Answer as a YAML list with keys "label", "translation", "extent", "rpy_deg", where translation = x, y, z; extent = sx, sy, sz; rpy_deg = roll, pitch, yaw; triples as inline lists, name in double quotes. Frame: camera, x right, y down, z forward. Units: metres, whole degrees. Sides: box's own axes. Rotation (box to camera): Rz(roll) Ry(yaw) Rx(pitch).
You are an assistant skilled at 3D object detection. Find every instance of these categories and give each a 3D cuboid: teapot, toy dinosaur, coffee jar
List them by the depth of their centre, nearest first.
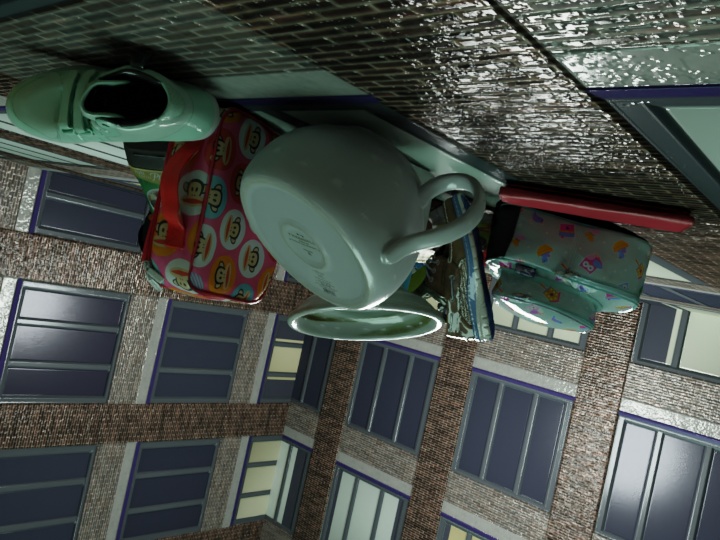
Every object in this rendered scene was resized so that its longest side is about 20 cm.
- label: "teapot"
  translation: [-0.006, -0.069, 0.636]
  extent: [0.200, 0.146, 0.197]
  rpy_deg: [43, 156, 2]
- label: "coffee jar"
  translation: [-0.206, -0.088, 0.786]
  extent: [0.104, 0.200, 0.085]
  rpy_deg: [9, -138, 19]
- label: "toy dinosaur"
  translation: [0.117, 0.027, 0.908]
  extent: [0.088, 0.200, 0.047]
  rpy_deg: [33, -153, -21]

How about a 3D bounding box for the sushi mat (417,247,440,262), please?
- label: "sushi mat"
  translation: [0.032, -0.028, 0.951]
  extent: [0.200, 0.012, 0.096]
  rpy_deg: [5, 168, 29]

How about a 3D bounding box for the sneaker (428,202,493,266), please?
- label: "sneaker"
  translation: [0.170, -0.038, 0.977]
  extent: [0.078, 0.090, 0.200]
  rpy_deg: [-34, 154, 29]

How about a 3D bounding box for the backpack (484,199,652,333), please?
- label: "backpack"
  translation: [0.268, 0.000, 0.853]
  extent: [0.200, 0.154, 0.176]
  rpy_deg: [9, 171, 16]

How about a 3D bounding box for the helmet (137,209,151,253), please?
- label: "helmet"
  translation: [-0.222, -0.079, 0.988]
  extent: [0.200, 0.200, 0.191]
  rpy_deg: [12, -146, 41]

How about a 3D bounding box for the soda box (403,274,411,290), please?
- label: "soda box"
  translation: [0.000, 0.000, 0.907]
  extent: [0.064, 0.068, 0.200]
  rpy_deg: [8, 169, 30]

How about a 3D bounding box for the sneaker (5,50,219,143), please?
- label: "sneaker"
  translation: [-0.236, -0.151, 0.565]
  extent: [0.200, 0.074, 0.118]
  rpy_deg: [3, -175, 7]

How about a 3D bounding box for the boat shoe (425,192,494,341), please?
- label: "boat shoe"
  translation: [0.119, 0.003, 0.825]
  extent: [0.072, 0.200, 0.072]
  rpy_deg: [-8, -161, 16]

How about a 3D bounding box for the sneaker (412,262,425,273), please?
- label: "sneaker"
  translation: [0.092, -0.047, 1.131]
  extent: [0.200, 0.075, 0.087]
  rpy_deg: [-13, -147, -12]

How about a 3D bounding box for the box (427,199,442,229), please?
- label: "box"
  translation: [0.025, -0.088, 1.036]
  extent: [0.200, 0.075, 0.100]
  rpy_deg: [13, -175, 39]

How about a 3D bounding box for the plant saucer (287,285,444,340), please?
- label: "plant saucer"
  translation: [0.007, 0.048, 0.843]
  extent: [0.200, 0.050, 0.200]
  rpy_deg: [1, 163, 0]

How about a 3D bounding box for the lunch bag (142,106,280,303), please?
- label: "lunch bag"
  translation: [-0.150, -0.068, 0.690]
  extent: [0.082, 0.200, 0.176]
  rpy_deg: [11, 176, 23]

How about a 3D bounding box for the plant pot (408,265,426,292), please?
- label: "plant pot"
  translation: [0.022, -0.039, 1.227]
  extent: [0.193, 0.201, 0.200]
  rpy_deg: [25, 175, -19]

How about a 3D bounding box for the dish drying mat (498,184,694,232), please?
- label: "dish drying mat"
  translation: [0.258, -0.070, 0.729]
  extent: [0.200, 0.018, 0.077]
  rpy_deg: [11, 180, 17]

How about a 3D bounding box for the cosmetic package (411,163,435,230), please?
- label: "cosmetic package"
  translation: [-0.025, -0.098, 0.790]
  extent: [0.200, 0.085, 0.108]
  rpy_deg: [11, -177, 30]
